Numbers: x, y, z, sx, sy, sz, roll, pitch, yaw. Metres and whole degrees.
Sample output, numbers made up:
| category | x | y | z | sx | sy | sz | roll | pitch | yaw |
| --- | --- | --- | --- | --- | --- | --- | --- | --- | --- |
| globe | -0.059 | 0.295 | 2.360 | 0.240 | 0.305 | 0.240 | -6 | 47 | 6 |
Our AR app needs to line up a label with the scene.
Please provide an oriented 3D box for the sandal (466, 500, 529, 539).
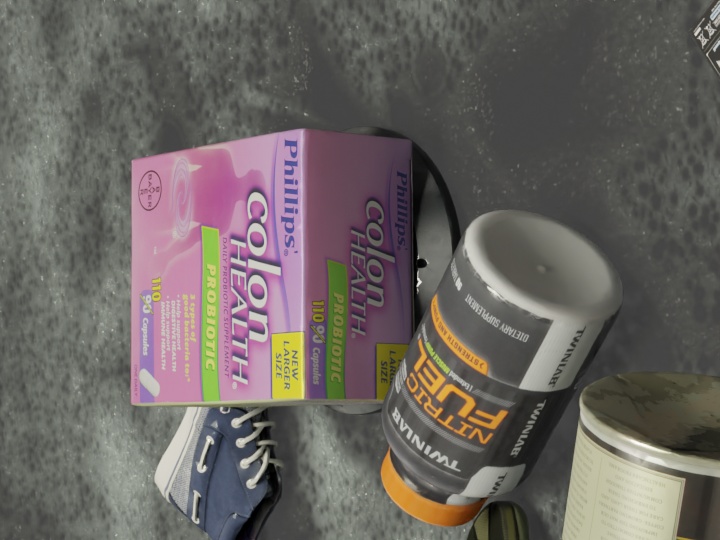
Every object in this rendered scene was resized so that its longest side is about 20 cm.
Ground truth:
| category | x | y | z | sx | sy | sz | roll | pitch | yaw |
| --- | --- | --- | --- | --- | --- | --- | --- | --- | --- |
| sandal | 0.103 | 0.249 | 1.390 | 0.080 | 0.057 | 0.201 | -19 | 64 | 59 |

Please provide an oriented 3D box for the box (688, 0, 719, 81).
| category | x | y | z | sx | sy | sz | roll | pitch | yaw |
| --- | --- | --- | --- | --- | --- | --- | --- | --- | --- |
| box | 0.271 | -0.131 | 1.104 | 0.200 | 0.050 | 0.158 | -56 | 52 | 42 |

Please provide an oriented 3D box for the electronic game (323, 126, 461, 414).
| category | x | y | z | sx | sy | sz | roll | pitch | yaw |
| --- | --- | --- | --- | --- | --- | --- | --- | --- | --- |
| electronic game | 0.000 | 0.000 | 1.505 | 0.200 | 0.042 | 0.200 | -5 | 84 | 49 |

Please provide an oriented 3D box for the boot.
| category | x | y | z | sx | sy | sz | roll | pitch | yaw |
| --- | --- | --- | --- | --- | --- | --- | --- | --- | --- |
| boot | -0.084 | 0.121 | 1.631 | 0.090 | 0.073 | 0.200 | 42 | 130 | 25 |

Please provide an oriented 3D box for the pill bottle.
| category | x | y | z | sx | sy | sz | roll | pitch | yaw |
| --- | --- | --- | --- | --- | --- | --- | --- | --- | --- |
| pill bottle | 0.079 | 0.068 | 1.351 | 0.106 | 0.106 | 0.200 | 54 | 135 | 36 |

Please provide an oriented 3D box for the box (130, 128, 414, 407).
| category | x | y | z | sx | sy | sz | roll | pitch | yaw |
| --- | --- | --- | --- | --- | --- | --- | --- | --- | --- |
| box | -0.063 | 0.004 | 1.473 | 0.200 | 0.097 | 0.176 | -5 | 84 | 49 |

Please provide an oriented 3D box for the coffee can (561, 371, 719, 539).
| category | x | y | z | sx | sy | sz | roll | pitch | yaw |
| --- | --- | --- | --- | --- | --- | --- | --- | --- | --- |
| coffee can | 0.178 | 0.173 | 1.189 | 0.146 | 0.146 | 0.200 | 26 | 115 | 50 |
